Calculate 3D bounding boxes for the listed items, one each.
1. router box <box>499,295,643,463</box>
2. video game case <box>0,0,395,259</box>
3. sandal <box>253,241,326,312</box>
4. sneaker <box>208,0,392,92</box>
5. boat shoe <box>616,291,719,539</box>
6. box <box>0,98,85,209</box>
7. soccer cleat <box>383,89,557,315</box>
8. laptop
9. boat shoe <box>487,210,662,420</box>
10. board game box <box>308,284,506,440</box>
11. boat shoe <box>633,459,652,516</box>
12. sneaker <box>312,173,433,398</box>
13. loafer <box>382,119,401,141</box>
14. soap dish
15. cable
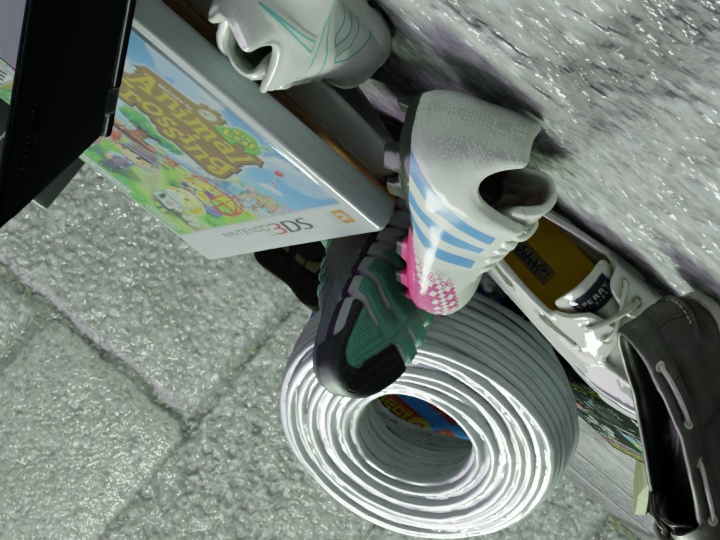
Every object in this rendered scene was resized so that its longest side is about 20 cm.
[{"bbox_3d":[0.186,0.078,1.229,0.150,0.062,0.200,42,175,-16],"label":"router box"},{"bbox_3d":[-0.105,-0.076,0.972,0.200,0.022,0.182,40,153,-27],"label":"video game case"},{"bbox_3d":[-0.028,-0.019,1.249,0.057,0.080,0.201,15,-160,-27],"label":"sandal"},{"bbox_3d":[-0.037,-0.129,0.901,0.070,0.080,0.200,36,177,14],"label":"sneaker"},{"bbox_3d":[0.178,0.109,0.980,0.067,0.057,0.200,29,132,61],"label":"boat shoe"},{"bbox_3d":[-0.207,-0.166,1.143,0.132,0.200,0.115,37,175,40],"label":"box"},{"bbox_3d":[0.064,-0.026,0.955,0.086,0.070,0.200,11,155,13],"label":"soccer cleat"},{"bbox_3d":[-0.160,-0.151,0.803,0.116,0.188,0.200,-11,-143,-42],"label":"laptop"},{"bbox_3d":[0.139,0.020,1.033,0.200,0.071,0.070,45,180,13],"label":"boat shoe"},{"bbox_3d":[0.059,0.051,1.306,0.196,0.056,0.200,41,-142,-21],"label":"board game box"},{"bbox_3d":[0.262,0.158,1.455,0.063,0.074,0.201,3,157,8],"label":"boat shoe"},{"bbox_3d":[0.000,0.000,1.061,0.087,0.200,0.075,-1,132,31],"label":"sneaker"},{"bbox_3d":[0.013,-0.068,1.217,0.072,0.073,0.200,31,-166,-51],"label":"loafer"},{"bbox_3d":[-0.073,-0.120,1.049,0.200,0.081,0.157,41,-169,-31],"label":"soap dish"},{"bbox_3d":[0.045,0.096,1.154,0.200,0.069,0.200,-6,126,27],"label":"cable"}]
